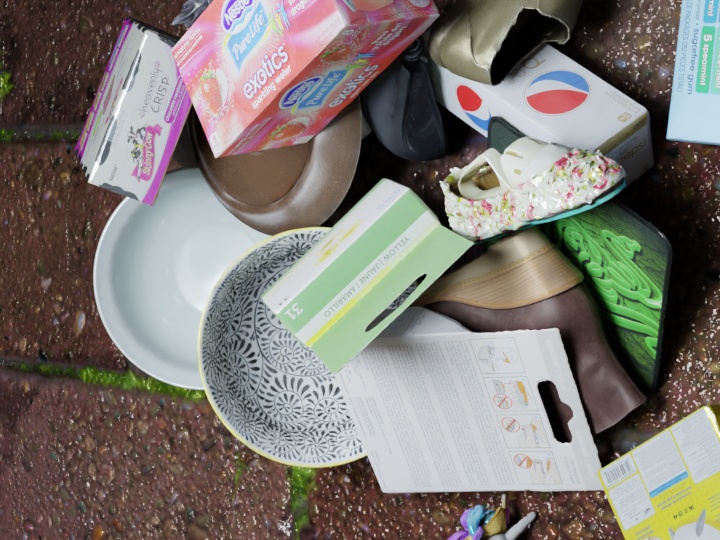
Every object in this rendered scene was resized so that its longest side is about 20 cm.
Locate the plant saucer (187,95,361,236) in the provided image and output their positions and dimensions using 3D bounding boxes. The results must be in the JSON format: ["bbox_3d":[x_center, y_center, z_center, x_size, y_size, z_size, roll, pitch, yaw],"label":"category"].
[{"bbox_3d":[-0.081,-0.126,1.479,0.200,0.032,0.201,10,105,42],"label":"plant saucer"}]

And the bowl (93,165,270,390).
[{"bbox_3d":[-0.135,0.002,1.612,0.201,0.090,0.202,1,97,5],"label":"bowl"}]

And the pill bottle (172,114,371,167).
[{"bbox_3d":[-0.085,-0.146,1.576,0.200,0.111,0.112,-13,80,43],"label":"pill bottle"}]

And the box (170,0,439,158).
[{"bbox_3d":[-0.046,-0.179,1.334,0.200,0.095,0.103,-38,71,48],"label":"box"}]

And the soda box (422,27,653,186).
[{"bbox_3d":[0.133,-0.131,1.375,0.200,0.068,0.064,41,159,37],"label":"soda box"}]

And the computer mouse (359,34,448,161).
[{"bbox_3d":[0.019,-0.157,1.430,0.053,0.200,0.139,-29,51,-5],"label":"computer mouse"}]

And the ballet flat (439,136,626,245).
[{"bbox_3d":[0.114,-0.062,1.295,0.064,0.076,0.200,58,152,-8],"label":"ballet flat"}]

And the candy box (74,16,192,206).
[{"bbox_3d":[-0.191,-0.141,1.530,0.200,0.061,0.137,-135,66,-74],"label":"candy box"}]

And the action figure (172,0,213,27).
[{"bbox_3d":[-0.116,-0.261,1.442,0.119,0.200,0.102,-43,99,13],"label":"action figure"}]

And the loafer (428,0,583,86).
[{"bbox_3d":[0.144,-0.210,1.342,0.200,0.076,0.067,-42,63,5],"label":"loafer"}]

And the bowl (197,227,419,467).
[{"bbox_3d":[-0.042,0.060,1.516,0.094,0.200,0.201,-148,62,-80],"label":"bowl"}]

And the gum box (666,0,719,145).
[{"bbox_3d":[0.313,-0.165,1.227,0.200,0.045,0.170,11,97,43],"label":"gum box"}]

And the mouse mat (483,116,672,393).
[{"bbox_3d":[0.160,-0.013,1.352,0.200,0.008,0.161,39,145,37],"label":"mouse mat"}]

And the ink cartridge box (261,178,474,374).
[{"bbox_3d":[0.000,0.000,1.368,0.146,0.048,0.200,-44,11,-2],"label":"ink cartridge box"}]

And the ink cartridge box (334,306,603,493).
[{"bbox_3d":[0.086,0.102,1.398,0.200,0.050,0.161,-6,122,25],"label":"ink cartridge box"}]

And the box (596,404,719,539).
[{"bbox_3d":[0.260,0.209,1.277,0.117,0.048,0.200,-38,62,37],"label":"box"}]

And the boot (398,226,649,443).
[{"bbox_3d":[0.119,0.069,1.392,0.200,0.072,0.167,-34,86,51],"label":"boot"}]

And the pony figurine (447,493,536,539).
[{"bbox_3d":[0.064,0.293,1.420,0.193,0.167,0.200,-14,74,11],"label":"pony figurine"}]
